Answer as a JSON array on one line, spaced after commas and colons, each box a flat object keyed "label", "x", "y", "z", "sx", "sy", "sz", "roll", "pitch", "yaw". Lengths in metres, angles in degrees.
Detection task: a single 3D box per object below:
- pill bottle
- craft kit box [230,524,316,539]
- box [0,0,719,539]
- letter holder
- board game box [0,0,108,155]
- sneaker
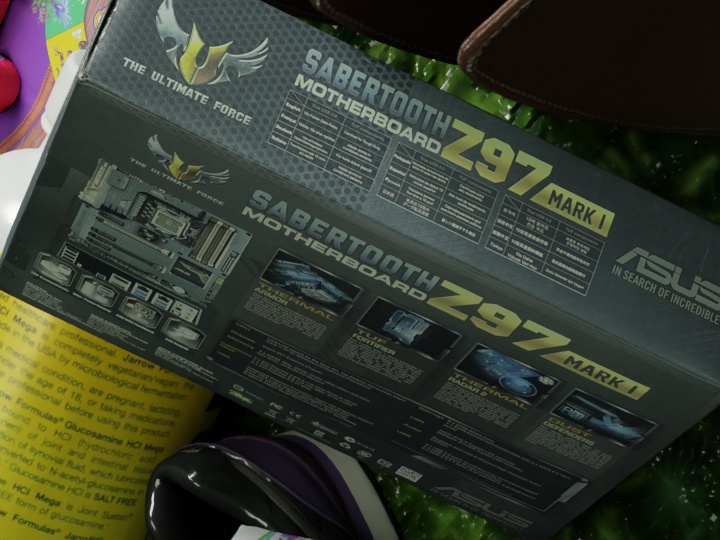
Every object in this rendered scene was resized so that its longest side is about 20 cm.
[{"label": "pill bottle", "x": -0.102, "y": 0.032, "z": 0.904, "sx": 0.112, "sy": 0.112, "sz": 0.201, "roll": 34, "pitch": 106, "yaw": 29}, {"label": "craft kit box", "x": 0.040, "y": 0.194, "z": 0.794, "sx": 0.196, "sy": 0.049, "sz": 0.202, "roll": 9, "pitch": 93, "yaw": 1}, {"label": "box", "x": 0.000, "y": 0.000, "z": 0.769, "sx": 0.199, "sy": 0.158, "sz": 0.051, "roll": 25, "pitch": 65, "yaw": -6}, {"label": "letter holder", "x": 0.057, "y": -0.088, "z": 0.755, "sx": 0.142, "sy": 0.200, "sz": 0.101, "roll": -43, "pitch": 67, "yaw": 23}, {"label": "board game box", "x": -0.154, "y": -0.112, "z": 0.978, "sx": 0.157, "sy": 0.039, "sz": 0.201, "roll": -20, "pitch": 78, "yaw": 30}, {"label": "sneaker", "x": -0.005, "y": 0.140, "z": 0.850, "sx": 0.076, "sy": 0.087, "sz": 0.200, "roll": -48, "pitch": 65, "yaw": 21}]
